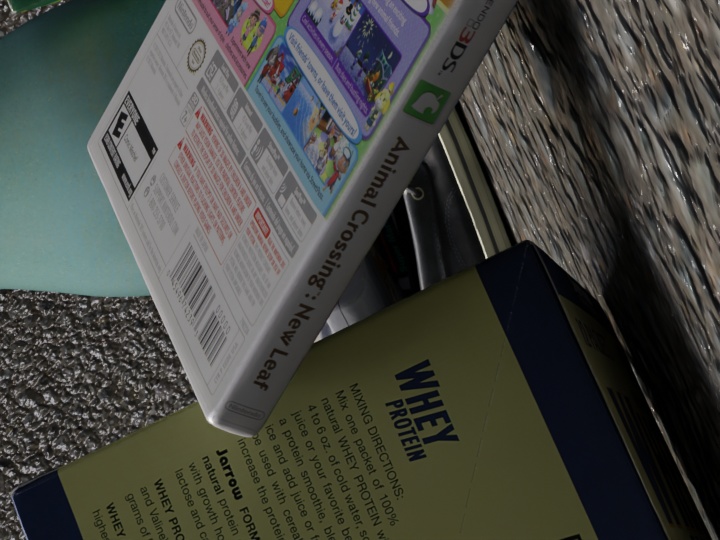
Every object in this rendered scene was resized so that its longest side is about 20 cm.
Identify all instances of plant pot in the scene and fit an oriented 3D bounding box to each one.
[{"bbox_3d":[-0.157,-0.071,1.279,0.200,0.188,0.200,167,90,-83],"label":"plant pot"}]

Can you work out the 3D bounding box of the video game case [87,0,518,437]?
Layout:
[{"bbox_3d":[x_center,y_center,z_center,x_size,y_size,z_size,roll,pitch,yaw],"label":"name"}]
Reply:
[{"bbox_3d":[-0.025,-0.070,0.729,0.022,0.182,0.200,21,-160,-28],"label":"video game case"}]

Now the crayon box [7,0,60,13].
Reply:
[{"bbox_3d":[-0.107,-0.192,1.138,0.200,0.172,0.058,-125,15,-80],"label":"crayon box"}]

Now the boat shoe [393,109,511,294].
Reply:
[{"bbox_3d":[0.023,-0.045,1.022,0.075,0.062,0.200,-153,41,-89],"label":"boat shoe"}]

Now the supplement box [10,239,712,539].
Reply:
[{"bbox_3d":[0.023,0.127,0.743,0.200,0.200,0.134,66,-169,14],"label":"supplement box"}]

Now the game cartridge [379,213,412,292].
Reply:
[{"bbox_3d":[0.010,-0.075,1.133,0.130,0.038,0.200,-81,-30,-68],"label":"game cartridge"}]

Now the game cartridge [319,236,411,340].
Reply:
[{"bbox_3d":[0.000,0.000,1.117,0.200,0.041,0.133,-102,-16,-50],"label":"game cartridge"}]

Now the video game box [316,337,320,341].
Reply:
[{"bbox_3d":[-0.034,-0.024,1.343,0.182,0.047,0.200,-111,11,-47],"label":"video game box"}]
